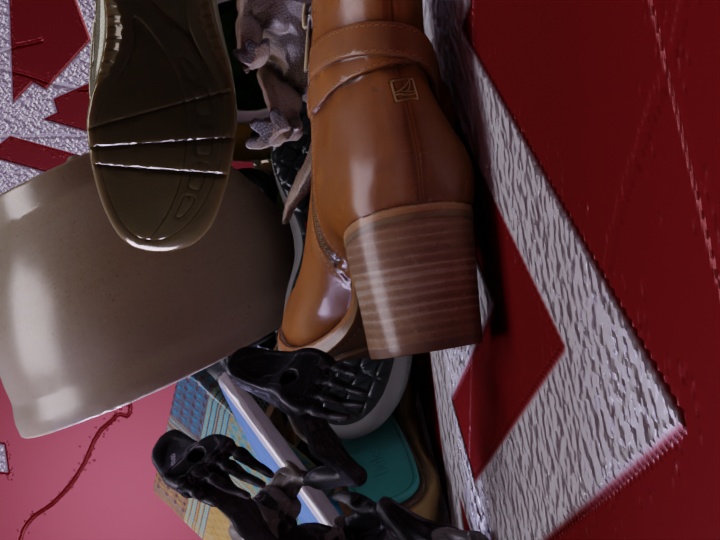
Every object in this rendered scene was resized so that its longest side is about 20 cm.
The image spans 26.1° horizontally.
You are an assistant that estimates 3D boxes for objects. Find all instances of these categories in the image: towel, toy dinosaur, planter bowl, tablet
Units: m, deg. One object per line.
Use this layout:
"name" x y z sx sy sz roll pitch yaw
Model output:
"towel" -0.049 0.159 0.973 0.200 0.022 0.147 40 139 19
"toy dinosaur" -0.028 -0.130 0.803 0.136 0.086 0.200 -105 5 -55
"planter bowl" -0.136 -0.007 0.911 0.200 0.200 0.135 -139 25 -83
"tablet" -0.009 0.150 0.828 0.200 0.014 0.130 51 168 29

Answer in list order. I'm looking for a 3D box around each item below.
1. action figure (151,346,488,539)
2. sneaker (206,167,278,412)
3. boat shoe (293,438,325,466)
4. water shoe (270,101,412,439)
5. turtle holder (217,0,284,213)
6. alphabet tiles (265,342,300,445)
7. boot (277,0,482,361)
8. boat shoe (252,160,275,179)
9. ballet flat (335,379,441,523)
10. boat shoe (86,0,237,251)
"action figure" -0.017 0.127 0.658 0.102 0.119 0.200 34 156 38
"sneaker" -0.076 0.027 1.048 0.114 0.076 0.200 59 -149 -86
"boat shoe" -0.018 0.141 1.028 0.200 0.060 0.076 75 -173 -53
"water shoe" 0.000 0.000 0.857 0.079 0.071 0.200 43 -143 -60
"turtle holder" -0.073 -0.120 0.955 0.132 0.141 0.186 -114 29 -74
"alphabet tiles" -0.039 0.111 1.067 0.166 0.006 0.200 -63 -24 -52
"boot" 0.003 -0.042 0.647 0.200 0.074 0.155 164 98 -73
"boat shoe" -0.038 -0.113 1.097 0.068 0.072 0.200 -55 -37 -42
"ballet flat" 0.003 0.089 0.862 0.200 0.069 0.063 -102 -7 -54
"boat shoe" -0.099 -0.110 0.756 0.063 0.073 0.201 -96 1 -71
